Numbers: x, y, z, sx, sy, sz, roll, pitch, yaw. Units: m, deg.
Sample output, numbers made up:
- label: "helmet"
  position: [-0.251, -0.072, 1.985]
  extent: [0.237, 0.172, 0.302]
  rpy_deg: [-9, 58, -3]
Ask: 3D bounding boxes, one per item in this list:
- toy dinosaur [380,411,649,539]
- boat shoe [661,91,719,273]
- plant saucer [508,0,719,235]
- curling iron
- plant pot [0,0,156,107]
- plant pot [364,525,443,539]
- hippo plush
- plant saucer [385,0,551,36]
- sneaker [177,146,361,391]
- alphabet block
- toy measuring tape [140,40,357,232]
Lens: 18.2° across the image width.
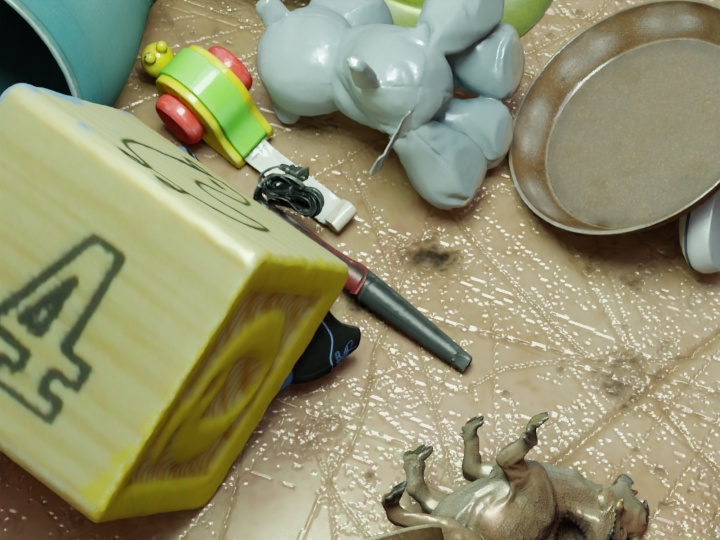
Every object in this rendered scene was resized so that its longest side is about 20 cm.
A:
- label: "toy dinosaur"
  position: [0.089, 0.172, 1.457]
  extent: [0.199, 0.086, 0.136]
  rpy_deg: [-27, 100, 0]
- label: "boat shoe"
  position: [0.245, -0.086, 1.623]
  extent: [0.069, 0.071, 0.201]
  rpy_deg: [-1, 60, 28]
- label: "plant saucer"
  position: [0.201, -0.103, 1.597]
  extent: [0.199, 0.035, 0.201]
  rpy_deg: [-18, 50, 23]
- label: "curling iron"
  position: [0.000, 0.000, 1.560]
  extent: [0.200, 0.050, 0.026]
  rpy_deg: [45, 43, 8]
- label: "plant pot"
  position: [-0.238, -0.185, 1.583]
  extent: [0.199, 0.201, 0.188]
  rpy_deg: [24, 47, 10]
- label: "plant pot"
  position: [-0.005, 0.279, 1.336]
  extent: [0.186, 0.187, 0.201]
  rpy_deg: [-18, 77, -13]
- label: "hippo plush"
  position: [0.007, -0.126, 1.603]
  extent: [0.160, 0.160, 0.200]
  rpy_deg: [9, 35, 37]
- label: "plant saucer"
  position: [0.057, -0.252, 1.719]
  extent: [0.198, 0.031, 0.201]
  rpy_deg: [2, 60, -3]
- label: "sneaker"
  position: [-0.074, -0.009, 1.556]
  extent: [0.078, 0.070, 0.201]
  rpy_deg: [-23, 71, -20]
- label: "alphabet block"
  position: [-0.157, 0.022, 1.425]
  extent: [0.199, 0.195, 0.197]
  rpy_deg: [34, 99, 15]
- label: "toy measuring tape"
  position: [-0.085, -0.104, 1.602]
  extent: [0.200, 0.074, 0.074]
  rpy_deg: [40, 66, 18]
